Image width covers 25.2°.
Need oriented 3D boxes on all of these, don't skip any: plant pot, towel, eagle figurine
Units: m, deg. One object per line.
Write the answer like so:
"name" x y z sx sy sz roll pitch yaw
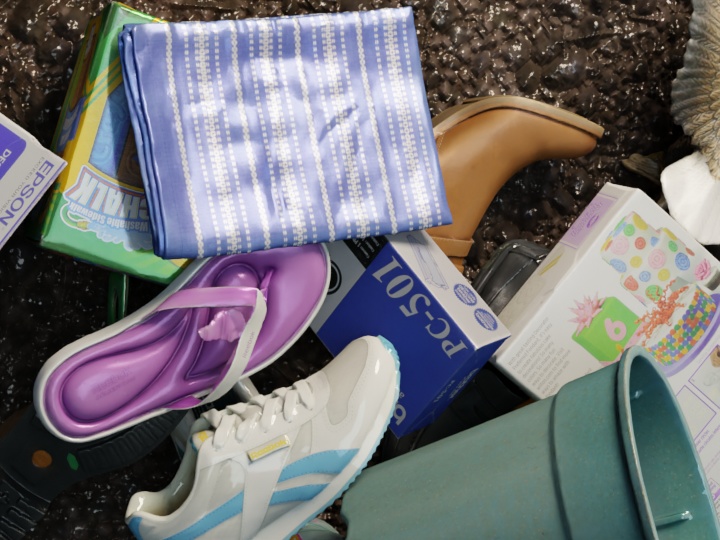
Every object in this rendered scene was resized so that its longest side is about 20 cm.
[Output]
"plant pot" 0.103 0.167 0.966 0.195 0.200 0.202 -17 96 20
"towel" -0.043 -0.087 0.976 0.198 0.024 0.146 -8 83 -24
"eagle figurine" 0.270 -0.125 1.120 0.151 0.201 0.151 -6 49 -44

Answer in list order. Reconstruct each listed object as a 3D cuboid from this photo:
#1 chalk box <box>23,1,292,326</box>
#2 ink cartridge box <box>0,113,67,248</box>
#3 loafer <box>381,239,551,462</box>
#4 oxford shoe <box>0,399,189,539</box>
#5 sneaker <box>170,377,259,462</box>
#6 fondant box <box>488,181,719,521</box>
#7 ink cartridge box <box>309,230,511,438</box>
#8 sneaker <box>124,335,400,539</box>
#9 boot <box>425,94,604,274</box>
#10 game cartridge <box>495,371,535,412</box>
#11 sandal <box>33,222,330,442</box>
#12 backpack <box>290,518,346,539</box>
"chalk box" -0.141 -0.053 1.033 0.123 0.124 0.202 18 86 -18
"ink cartridge box" -0.280 -0.016 0.979 0.199 0.200 0.043 -52 138 -7
"loafer" 0.082 0.075 1.103 0.068 0.070 0.202 25 99 -44
"oxford shoe" -0.184 0.096 1.034 0.199 0.085 0.073 -32 107 13
"sneaker" -0.082 0.132 1.070 0.070 0.093 0.201 -26 97 -11
"fondant box" 0.197 0.061 1.062 0.200 0.058 0.145 40 90 -15
"ink cartridge box" 0.000 0.000 1.046 0.044 0.094 0.200 -17 62 -51
"sneaker" -0.057 0.111 0.989 0.200 0.077 0.081 -46 110 1
"boot" 0.068 -0.043 1.110 0.198 0.077 0.157 2 93 -16
"game cartridge" 0.203 0.127 1.172 0.175 0.032 0.202 -21 94 -12
"sandal" -0.099 0.045 0.965 0.202 0.050 0.083 -34 110 -9
"backpack" -0.031 0.266 1.053 0.166 0.126 0.201 -27 123 -18
